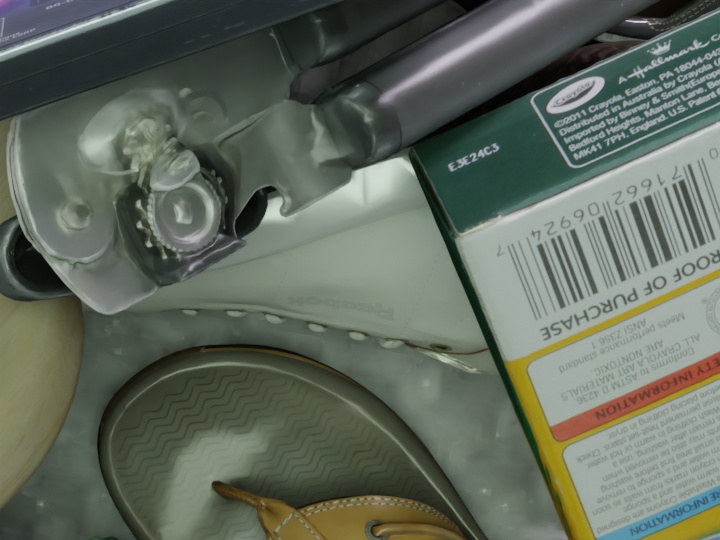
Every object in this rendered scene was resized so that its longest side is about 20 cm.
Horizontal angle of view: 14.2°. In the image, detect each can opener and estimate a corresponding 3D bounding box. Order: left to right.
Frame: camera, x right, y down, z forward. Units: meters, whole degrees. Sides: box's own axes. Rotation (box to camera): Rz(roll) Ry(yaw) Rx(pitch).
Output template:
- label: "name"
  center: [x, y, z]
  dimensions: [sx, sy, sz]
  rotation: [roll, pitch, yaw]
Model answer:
- label: "can opener"
  center: [-0.009, -0.050, 0.732]
  dimensions: [0.200, 0.067, 0.054]
  rotation: [-30, 97, -28]

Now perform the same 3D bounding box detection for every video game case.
- label: "video game case"
  center: [-0.040, -0.086, 0.744]
  dimensions: [0.142, 0.200, 0.019]
  rotation: [-19, 108, 0]

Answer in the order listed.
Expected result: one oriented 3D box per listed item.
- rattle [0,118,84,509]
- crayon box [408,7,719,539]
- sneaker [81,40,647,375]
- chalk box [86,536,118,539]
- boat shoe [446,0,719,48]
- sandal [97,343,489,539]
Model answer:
- label: "rattle"
  center: [-0.137, -0.027, 0.734]
  dimensions: [0.143, 0.130, 0.201]
  rotation: [42, 61, -38]
- label: "crayon box"
  center: [0.106, 0.030, 0.772]
  dimensions: [0.125, 0.052, 0.201]
  rotation: [-24, 124, -1]
- label: "sneaker"
  center: [0.000, 0.000, 0.801]
  dimensions: [0.199, 0.073, 0.085]
  rotation: [-10, 115, 13]
- label: "chalk box"
  center: [-0.101, 0.146, 0.767]
  dimensions: [0.124, 0.124, 0.201]
  rotation: [-26, 87, 0]
- label: "boat shoe"
  center: [0.112, -0.083, 0.805]
  dimensions: [0.199, 0.068, 0.072]
  rotation: [10, 86, 0]
- label: "sandal"
  center: [0.006, 0.101, 0.802]
  dimensions: [0.082, 0.055, 0.200]
  rotation: [-37, 87, -1]
